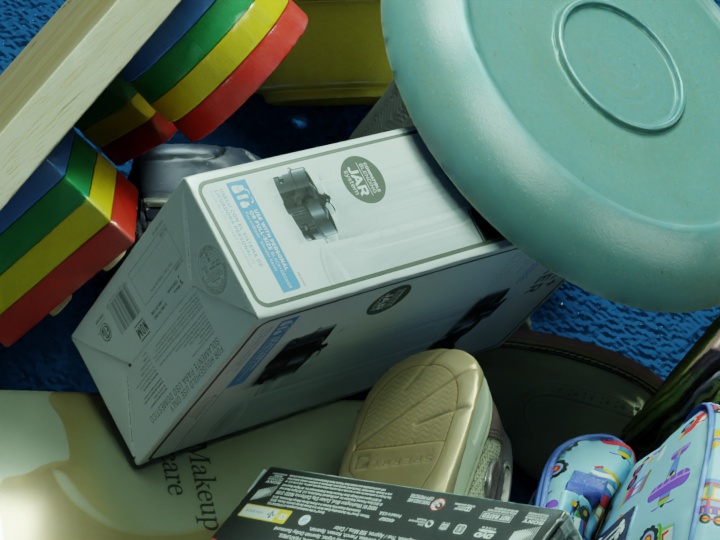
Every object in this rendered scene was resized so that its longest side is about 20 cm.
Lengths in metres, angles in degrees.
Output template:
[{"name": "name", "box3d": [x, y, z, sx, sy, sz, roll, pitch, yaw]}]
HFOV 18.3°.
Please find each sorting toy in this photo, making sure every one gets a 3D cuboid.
[{"name": "sorting toy", "box3d": [-0.113, -0.052, 0.897, 0.070, 0.198, 0.200, 43, 68, -13]}]

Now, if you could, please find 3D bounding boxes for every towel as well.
[{"name": "towel", "box3d": [0.184, -0.004, 0.927, 0.023, 0.144, 0.200, 41, 69, 6]}]

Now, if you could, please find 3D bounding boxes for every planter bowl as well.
[{"name": "planter bowl", "box3d": [-0.004, -0.123, 1.096, 0.199, 0.200, 0.084, -2, 92, -26]}]

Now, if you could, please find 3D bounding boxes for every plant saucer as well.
[{"name": "plant saucer", "box3d": [0.098, -0.077, 0.898, 0.199, 0.027, 0.201, 20, 49, -24]}]

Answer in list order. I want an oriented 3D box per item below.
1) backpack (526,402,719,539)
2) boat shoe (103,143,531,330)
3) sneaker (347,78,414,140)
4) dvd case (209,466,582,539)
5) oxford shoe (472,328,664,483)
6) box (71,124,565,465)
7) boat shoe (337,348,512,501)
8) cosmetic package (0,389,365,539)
[{"name": "backpack", "box3d": [0.118, 0.137, 0.835, 0.134, 0.201, 0.183, 24, 51, -1]}, {"name": "boat shoe", "box3d": [-0.020, -0.009, 1.012, 0.198, 0.075, 0.093, 8, 49, -20]}, {"name": "sneaker", "box3d": [0.078, -0.074, 1.035, 0.115, 0.200, 0.074, 0, 65, -29]}, {"name": "dvd case", "box3d": [-0.033, 0.146, 0.727, 0.145, 0.022, 0.200, 3, 42, 44]}, {"name": "oxford shoe", "box3d": [0.118, 0.094, 0.983, 0.199, 0.071, 0.074, 28, 45, 3]}, {"name": "box", "box3d": [0.000, 0.000, 0.875, 0.199, 0.117, 0.060, -16, 68, -40]}, {"name": "boat shoe", "box3d": [0.014, 0.125, 0.812, 0.065, 0.072, 0.201, 45, 50, -36]}, {"name": "cosmetic package", "box3d": [-0.080, 0.107, 0.874, 0.198, 0.071, 0.106, 2, 48, -24]}]
